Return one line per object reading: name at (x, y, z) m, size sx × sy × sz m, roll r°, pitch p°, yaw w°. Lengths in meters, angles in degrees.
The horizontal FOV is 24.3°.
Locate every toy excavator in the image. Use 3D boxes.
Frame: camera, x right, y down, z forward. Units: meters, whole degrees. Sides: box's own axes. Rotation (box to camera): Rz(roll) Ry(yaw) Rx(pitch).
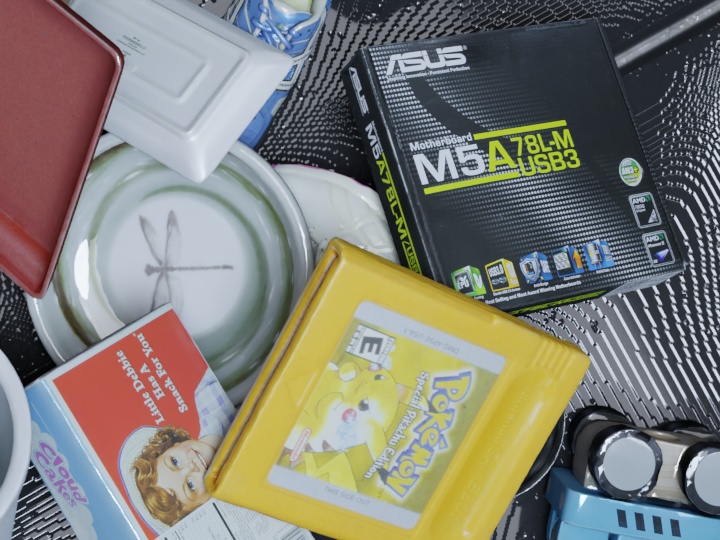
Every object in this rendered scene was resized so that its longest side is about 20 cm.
toy excavator at (0.158, 0.198, 1.152) m, size 0.193 × 0.100 × 0.202 m, roll 10°, pitch 94°, yaw -5°

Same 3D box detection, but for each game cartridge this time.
game cartridge at (0.026, 0.094, 1.049) m, size 0.199 × 0.032 × 0.177 m, roll 23°, pitch 102°, yaw -26°

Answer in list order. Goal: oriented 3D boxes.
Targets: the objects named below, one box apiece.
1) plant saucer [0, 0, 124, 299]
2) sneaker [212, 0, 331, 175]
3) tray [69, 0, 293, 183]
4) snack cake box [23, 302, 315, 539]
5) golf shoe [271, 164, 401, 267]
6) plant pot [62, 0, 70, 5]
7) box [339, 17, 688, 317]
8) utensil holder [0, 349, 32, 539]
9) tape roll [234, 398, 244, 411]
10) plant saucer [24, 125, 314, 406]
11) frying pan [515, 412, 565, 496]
plant saucer at (-0.237, -0.116, 1.072) m, size 0.200 × 0.200 × 0.037 m, roll 39°, pitch 38°, yaw 18°
sneaker at (-0.073, -0.156, 1.148) m, size 0.075 × 0.077 × 0.201 m, roll 24°, pitch 85°, yaw -7°
tray at (-0.151, -0.145, 1.114) m, size 0.199 × 0.022 × 0.108 m, roll 30°, pitch 77°, yaw 25°
snack cake box at (-0.123, 0.137, 1.053) m, size 0.115 × 0.067 × 0.201 m, roll -32°, pitch 92°, yaw -41°
golf shoe at (0.000, 0.000, 1.128) m, size 0.199 × 0.076 × 0.092 m, roll 31°, pitch 46°, yaw 7°
plant pot at (-0.238, -0.249, 1.103) m, size 0.092 × 0.200 × 0.202 m, roll -27°, pitch 90°, yaw -48°
box at (0.105, -0.068, 1.134) m, size 0.199 × 0.047 × 0.195 m, roll -10°, pitch 78°, yaw -27°
utensil holder at (-0.291, 0.137, 1.016) m, size 0.168 × 0.200 × 0.171 m, roll 7°, pitch 59°, yaw -12°
tape roll at (-0.024, 0.169, 1.137) m, size 0.201 × 0.037 × 0.205 m, roll 0°, pitch 92°, yaw 0°
plant saucer at (-0.126, -0.001, 1.131) m, size 0.198 × 0.050 × 0.202 m, roll 1°, pitch 95°, yaw 8°
frying pan at (0.057, 0.128, 1.166) m, size 0.190 × 0.031 × 0.115 m, roll -40°, pitch 84°, yaw 0°
